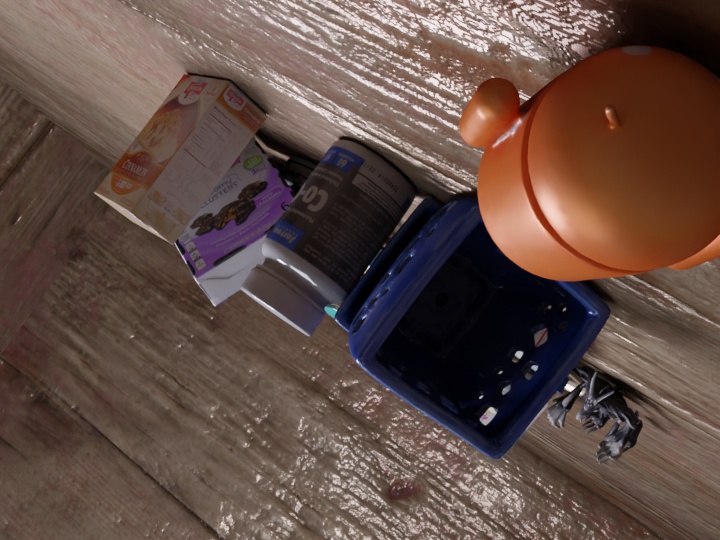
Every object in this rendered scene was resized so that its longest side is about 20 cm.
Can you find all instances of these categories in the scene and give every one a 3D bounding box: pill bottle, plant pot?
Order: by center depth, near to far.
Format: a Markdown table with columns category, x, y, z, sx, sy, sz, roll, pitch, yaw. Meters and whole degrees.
| category | x | y | z | sx | sy | sz | roll | pitch | yaw |
| --- | --- | --- | --- | --- | --- | --- | --- | --- | --- |
| plant pot | 0.102 | 0.046 | 0.978 | 0.200 | 0.200 | 0.180 | 37 | 179 | -20 |
| pill bottle | -0.038 | -0.035 | 1.032 | 0.114 | 0.200 | 0.114 | 34 | 172 | 5 |

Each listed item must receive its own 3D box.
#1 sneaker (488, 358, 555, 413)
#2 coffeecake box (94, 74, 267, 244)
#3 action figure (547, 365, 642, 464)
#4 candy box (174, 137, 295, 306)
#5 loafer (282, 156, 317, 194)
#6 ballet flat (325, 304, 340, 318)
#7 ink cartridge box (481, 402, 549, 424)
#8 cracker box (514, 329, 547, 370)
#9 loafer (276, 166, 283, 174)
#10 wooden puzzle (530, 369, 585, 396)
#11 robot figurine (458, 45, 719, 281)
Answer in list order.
| category | x | y | z | sx | sy | sz | roll | pitch | yaw |
| --- | --- | --- | --- | --- | --- | --- | --- | --- | --- |
| sneaker | 0.187 | 0.152 | 1.267 | 0.200 | 0.080 | 0.070 | 35 | 179 | -31 |
| coffeecake box | -0.231 | -0.147 | 1.182 | 0.073 | 0.200 | 0.153 | 41 | 170 | -33 |
| action figure | 0.333 | 0.207 | 1.296 | 0.119 | 0.102 | 0.200 | 44 | 180 | 33 |
| candy box | -0.175 | -0.079 | 1.249 | 0.200 | 0.167 | 0.072 | 54 | 174 | 37 |
| loafer | -0.056 | -0.100 | 1.226 | 0.072 | 0.063 | 0.200 | 40 | 171 | -37 |
| ballet flat | -0.044 | 0.030 | 1.334 | 0.200 | 0.064 | 0.067 | 30 | 169 | -37 |
| ink cartridge box | 0.189 | 0.185 | 1.542 | 0.200 | 0.129 | 0.125 | 36 | -166 | -11 |
| cracker box | 0.178 | 0.060 | 1.219 | 0.200 | 0.058 | 0.134 | 33 | 174 | 23 |
| loafer | -0.111 | -0.095 | 1.345 | 0.068 | 0.071 | 0.201 | 22 | -161 | -37 |
| wooden puzzle | 0.232 | 0.120 | 1.392 | 0.185 | 0.046 | 0.200 | 29 | 170 | 39 |
| robot figurine | 0.134 | -0.053 | 0.509 | 0.144 | 0.116 | 0.200 | 63 | 172 | 0 |
